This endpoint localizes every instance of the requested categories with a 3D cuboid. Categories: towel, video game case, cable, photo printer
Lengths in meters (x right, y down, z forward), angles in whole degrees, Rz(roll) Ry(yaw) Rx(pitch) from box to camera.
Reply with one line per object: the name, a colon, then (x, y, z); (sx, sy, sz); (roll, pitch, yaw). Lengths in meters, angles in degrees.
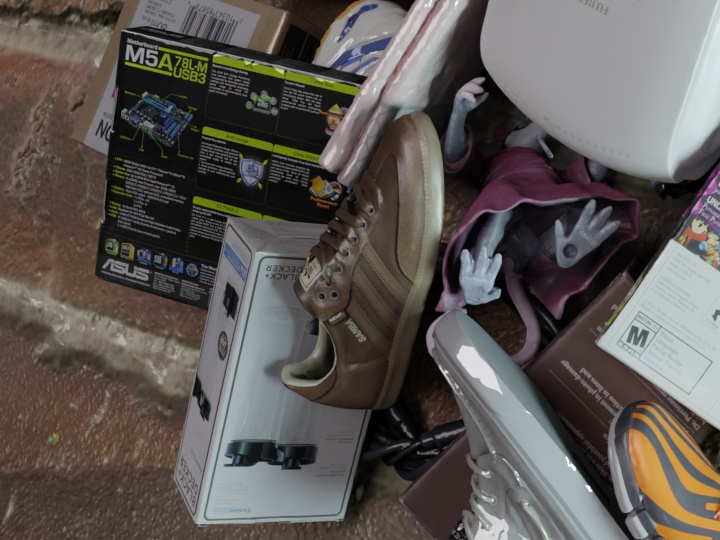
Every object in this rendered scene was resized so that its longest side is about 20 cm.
towel: (0.058, -0.142, 0.886); (0.032, 0.200, 0.192); (36, 105, 9)
video game case: (0.255, 0.021, 0.707); (0.199, 0.036, 0.182); (34, 102, 7)
cable: (0.060, 0.065, 0.910); (0.199, 0.051, 0.165); (15, 88, 41)
photo printer: (0.148, -0.158, 0.738); (0.166, 0.069, 0.202); (39, 127, 38)

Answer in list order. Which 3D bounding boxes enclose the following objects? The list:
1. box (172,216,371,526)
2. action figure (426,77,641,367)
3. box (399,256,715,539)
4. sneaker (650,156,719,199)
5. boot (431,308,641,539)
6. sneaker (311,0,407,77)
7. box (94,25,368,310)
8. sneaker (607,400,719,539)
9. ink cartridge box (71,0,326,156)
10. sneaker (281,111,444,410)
box: (-0.050, 0.071, 0.914); (0.060, 0.116, 0.202); (44, 126, 55)
action figure: (0.110, -0.038, 0.854); (0.200, 0.133, 0.150); (-91, 12, -68)
box: (0.128, 0.099, 0.808); (0.100, 0.075, 0.200); (45, 107, 6)
sneaker: (0.227, -0.119, 0.763); (0.073, 0.071, 0.200); (59, 134, 27)
boot: (0.080, 0.126, 0.750); (0.095, 0.074, 0.201); (-37, 88, 13)
sneaker: (-0.020, -0.106, 1.010); (0.088, 0.075, 0.201); (46, 108, 38)
box: (-0.093, -0.065, 0.995); (0.198, 0.047, 0.195); (14, 105, 17)
sneaker: (0.218, 0.141, 0.698); (0.112, 0.078, 0.201); (-32, 94, 41)
ink cartridge box: (-0.131, -0.148, 1.115); (0.199, 0.075, 0.166); (25, 93, 40)
sneaker: (0.000, 0.000, 0.821); (0.071, 0.075, 0.202); (-114, 30, -60)
